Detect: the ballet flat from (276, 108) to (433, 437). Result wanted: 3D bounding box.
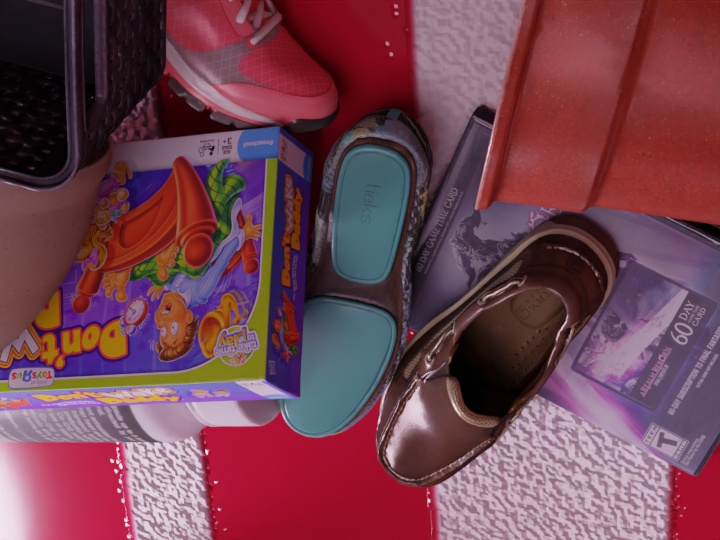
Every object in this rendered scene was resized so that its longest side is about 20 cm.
[{"bbox_3d":[0.000,0.000,1.026,0.074,0.074,0.201,23,123,7],"label":"ballet flat"}]

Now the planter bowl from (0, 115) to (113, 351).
[{"bbox_3d":[-0.233,-0.017,0.929,0.199,0.200,0.135,17,108,11],"label":"planter bowl"}]

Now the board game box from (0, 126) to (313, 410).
[{"bbox_3d":[-0.127,0.002,0.996,0.199,0.045,0.135,-4,73,22],"label":"board game box"}]

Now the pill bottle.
[{"bbox_3d":[-0.145,0.043,1.081,0.199,0.114,0.114,-2,119,22],"label":"pill bottle"}]

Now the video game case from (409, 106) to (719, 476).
[{"bbox_3d":[0.125,0.014,1.016,0.199,0.019,0.143,27,125,4],"label":"video game case"}]

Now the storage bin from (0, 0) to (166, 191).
[{"bbox_3d":[-0.194,-0.133,0.825,0.199,0.094,0.136,16,129,14],"label":"storage bin"}]

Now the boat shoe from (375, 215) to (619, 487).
[{"bbox_3d":[0.060,0.056,1.010,0.075,0.075,0.203,33,126,0],"label":"boat shoe"}]

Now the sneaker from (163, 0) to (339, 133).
[{"bbox_3d":[-0.084,-0.150,0.967,0.200,0.074,0.087,39,122,-5],"label":"sneaker"}]

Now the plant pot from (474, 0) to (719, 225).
[{"bbox_3d":[0.169,-0.102,0.834,0.194,0.201,0.202,14,124,4],"label":"plant pot"}]

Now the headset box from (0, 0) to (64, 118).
[{"bbox_3d":[-0.180,-0.180,0.896,0.148,0.077,0.200,33,129,-1],"label":"headset box"}]
